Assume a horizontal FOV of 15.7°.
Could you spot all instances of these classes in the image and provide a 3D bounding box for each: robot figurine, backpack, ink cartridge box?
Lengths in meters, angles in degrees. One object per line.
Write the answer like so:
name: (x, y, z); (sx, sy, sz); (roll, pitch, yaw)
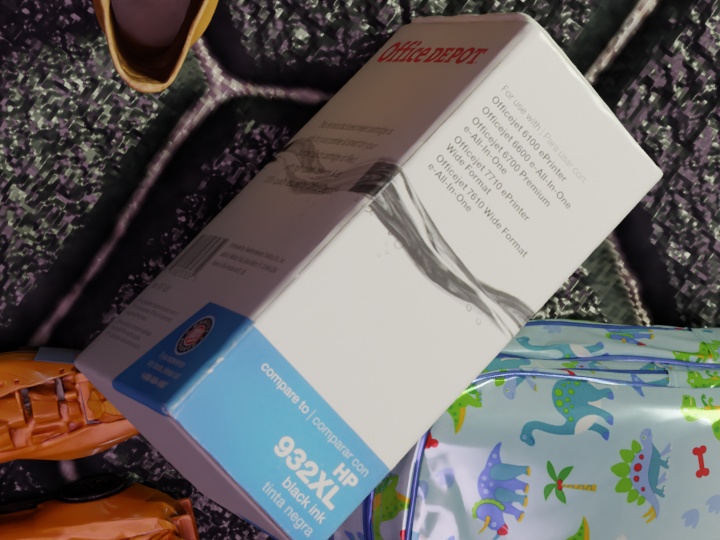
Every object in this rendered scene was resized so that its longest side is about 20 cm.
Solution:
robot figurine: (-0.173, 0.097, 1.095); (0.199, 0.058, 0.146); (-12, 104, -1)
backpack: (0.079, 0.092, 1.072); (0.199, 0.154, 0.164); (12, 99, 0)
ink cartridge box: (0.000, 0.000, 1.010); (0.200, 0.145, 0.084); (-46, 107, -10)

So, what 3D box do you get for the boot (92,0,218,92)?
boot: (-0.068, -0.175, 0.981); (0.070, 0.144, 0.202); (3, 105, -6)
